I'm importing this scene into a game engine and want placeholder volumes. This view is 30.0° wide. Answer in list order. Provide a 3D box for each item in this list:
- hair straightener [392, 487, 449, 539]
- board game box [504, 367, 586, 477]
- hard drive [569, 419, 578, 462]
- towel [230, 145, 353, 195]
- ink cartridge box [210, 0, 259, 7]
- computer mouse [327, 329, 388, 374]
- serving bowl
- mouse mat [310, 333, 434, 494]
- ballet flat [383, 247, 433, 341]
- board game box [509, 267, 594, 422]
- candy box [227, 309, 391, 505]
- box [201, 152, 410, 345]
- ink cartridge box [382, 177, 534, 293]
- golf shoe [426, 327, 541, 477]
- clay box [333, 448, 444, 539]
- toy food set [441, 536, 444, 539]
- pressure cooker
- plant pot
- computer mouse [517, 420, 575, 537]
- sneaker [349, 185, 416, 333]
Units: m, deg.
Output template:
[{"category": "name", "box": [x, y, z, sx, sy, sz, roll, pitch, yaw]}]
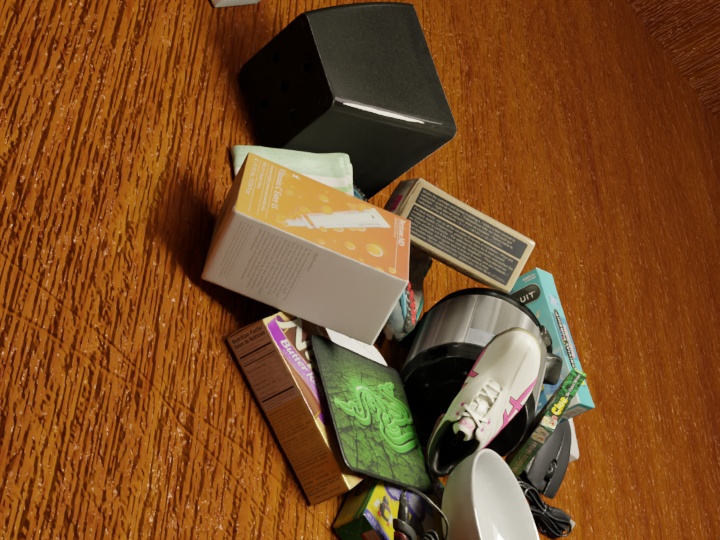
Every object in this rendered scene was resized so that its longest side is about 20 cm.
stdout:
[{"category": "hair straightener", "box": [0.062, 0.328, 1.409, 0.077, 0.041, 0.201, 7, 73, -33]}, {"category": "board game box", "box": [0.214, 0.210, 1.677, 0.023, 0.200, 0.105, 32, 50, 5]}, {"category": "hard drive", "box": [0.247, 0.184, 1.954, 0.200, 0.027, 0.132, 37, 37, -41]}, {"category": "towel", "box": [-0.066, -0.058, 1.568, 0.152, 0.023, 0.201, 3, 58, -23]}, {"category": "ink cartridge box", "box": [-0.185, -0.447, 1.747, 0.200, 0.068, 0.115, 62, 27, 0]}, {"category": "computer mouse", "box": [-0.016, 0.085, 1.574, 0.200, 0.044, 0.110, 53, 27, -16]}, {"category": "serving bowl", "box": [0.140, 0.304, 1.496, 0.200, 0.066, 0.201, 53, 25, -38]}, {"category": "mouse mat", "box": [0.015, 0.161, 1.483, 0.200, 0.008, 0.161, 30, 38, -55]}, {"category": "ballet flat", "box": [0.046, 0.022, 1.726, 0.072, 0.072, 0.200, 53, 23, -16]}, {"category": "board game box", "box": [0.214, 0.120, 1.820, 0.047, 0.151, 0.201, 21, 47, -51]}, {"category": "candy box", "box": [-0.053, 0.138, 1.448, 0.201, 0.056, 0.117, 64, 26, 2]}, {"category": "box", "box": [-0.055, -0.023, 1.450, 0.199, 0.098, 0.125, 22, 33, -12]}, {"category": "ink cartridge box", "box": [0.113, -0.045, 1.668, 0.164, 0.075, 0.200, 29, 1, -6]}, {"category": "golf shoe", "box": [0.142, 0.155, 1.524, 0.072, 0.200, 0.092, 31, 25, 3]}, {"category": "clay box", "box": [0.044, 0.264, 1.508, 0.115, 0.048, 0.200, 55, 29, -14]}, {"category": "toy food set", "box": [0.155, 0.350, 1.617, 0.198, 0.049, 0.200, 50, 30, -22]}, {"category": "pressure cooker", "box": [0.147, 0.120, 1.676, 0.176, 0.178, 0.200, 50, 30, -16]}, {"category": "plant pot", "box": [-0.031, -0.219, 1.684, 0.177, 0.199, 0.201, 6, 59, -45]}, {"category": "computer mouse", "box": [0.259, 0.254, 1.847, 0.138, 0.053, 0.201, 39, 44, -37]}, {"category": "sneaker", "box": [0.000, 0.000, 1.633, 0.200, 0.095, 0.079, 63, 1, 24]}]
